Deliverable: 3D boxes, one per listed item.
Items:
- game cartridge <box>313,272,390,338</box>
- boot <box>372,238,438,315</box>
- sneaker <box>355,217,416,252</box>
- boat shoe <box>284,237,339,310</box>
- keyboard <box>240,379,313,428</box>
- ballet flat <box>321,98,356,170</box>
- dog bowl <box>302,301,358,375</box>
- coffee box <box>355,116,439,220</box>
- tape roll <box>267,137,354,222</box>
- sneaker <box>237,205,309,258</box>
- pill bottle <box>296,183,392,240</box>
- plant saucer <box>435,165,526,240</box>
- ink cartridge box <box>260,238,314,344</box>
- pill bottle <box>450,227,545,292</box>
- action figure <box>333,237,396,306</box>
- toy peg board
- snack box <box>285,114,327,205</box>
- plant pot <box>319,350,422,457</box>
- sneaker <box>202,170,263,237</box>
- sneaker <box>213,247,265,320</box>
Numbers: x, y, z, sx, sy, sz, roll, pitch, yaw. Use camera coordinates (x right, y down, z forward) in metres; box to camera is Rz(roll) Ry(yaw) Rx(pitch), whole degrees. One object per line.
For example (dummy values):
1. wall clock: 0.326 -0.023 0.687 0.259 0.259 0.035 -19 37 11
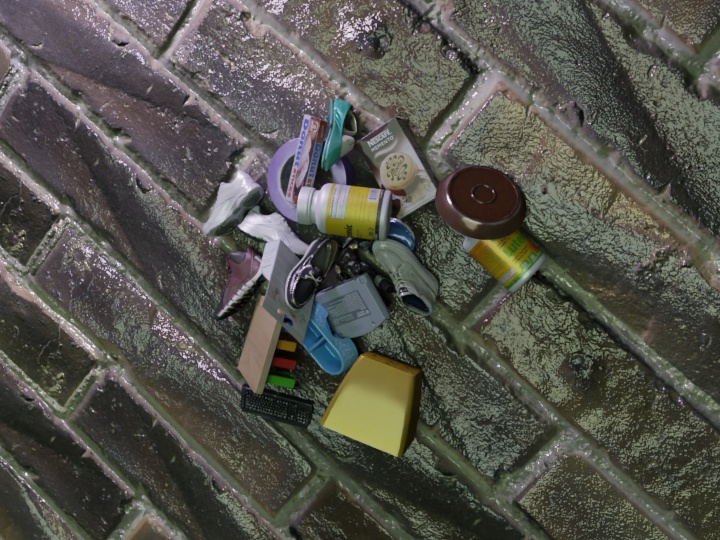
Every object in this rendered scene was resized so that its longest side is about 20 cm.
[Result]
1. game cartridge: -0.022 0.091 1.592 0.199 0.040 0.134 -22 97 45
2. boot: 0.100 0.017 1.514 0.200 0.096 0.073 38 131 -21
3. sneaker: 0.035 -0.079 1.553 0.199 0.089 0.079 21 145 18
4. boat shoe: -0.107 0.004 1.545 0.060 0.201 0.074 -14 127 45
5. keyboard: -0.216 0.330 1.739 0.199 0.021 0.128 11 102 14
6. ballet flat: -0.044 -0.308 1.520 0.070 0.067 0.201 7 59 -3
7. dog bowl: -0.093 0.169 1.637 0.200 0.050 0.111 50 136 4
8. coffee box: 0.091 -0.231 1.527 0.113 0.080 0.201 -30 90 19
9. tape roll: -0.119 -0.214 1.600 0.199 0.066 0.202 3 99 17
10. sneaker: -0.198 -0.092 1.641 0.199 0.075 0.088 26 81 2
11. pill bottle: -0.034 -0.131 1.473 0.199 0.111 0.112 8 101 7
12. plant saucer: 0.260 -0.155 1.443 0.199 0.035 0.201 1 57 -2
13. ink cartridge box: -0.174 0.052 1.553 0.047 0.201 0.160 -16 134 28
14. pill bottle: 0.297 -0.057 1.477 0.200 0.111 0.111 43 108 6
15. action figure: 0.000 0.000 1.599 0.200 0.069 0.130 44 115 21
16. toy peg board: -0.207 0.181 1.641 0.097 0.200 0.200 15 94 -24
17. snack box: -0.124 -0.248 1.531 0.072 0.024 0.201 30 110 49
18. plant pot: 0.048 0.296 1.574 0.199 0.200 0.177 20 93 13
19. sneaker: -0.327 -0.166 1.674 0.200 0.078 0.100 -43 69 18
20. sneaker: -0.321 0.024 1.701 0.200 0.076 0.116 -46 79 7
